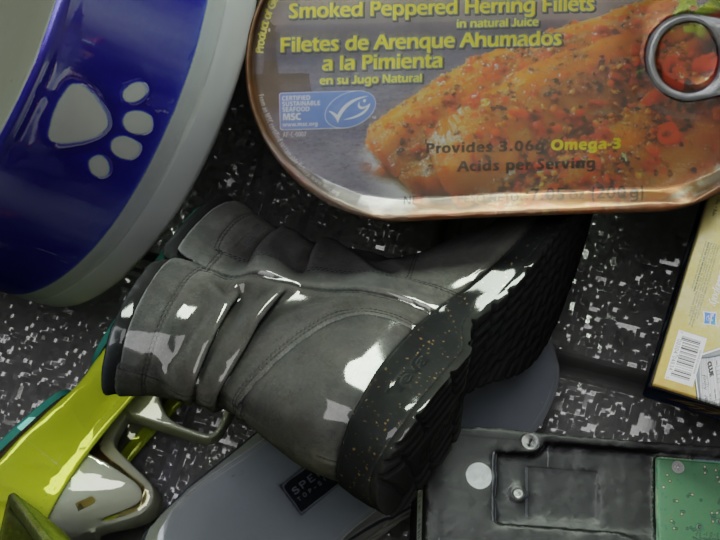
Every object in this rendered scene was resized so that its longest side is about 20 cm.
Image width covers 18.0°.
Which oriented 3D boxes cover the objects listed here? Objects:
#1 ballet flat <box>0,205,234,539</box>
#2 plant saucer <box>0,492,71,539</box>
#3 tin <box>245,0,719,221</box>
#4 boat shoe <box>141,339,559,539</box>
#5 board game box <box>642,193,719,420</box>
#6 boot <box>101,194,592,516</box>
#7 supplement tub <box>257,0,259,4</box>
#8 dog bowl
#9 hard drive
[{"bbox_3d":[-0.094,0.062,0.911,0.067,0.067,0.200,36,75,14],"label":"ballet flat"},{"bbox_3d":[-0.107,0.192,0.786,0.048,0.200,0.200,11,90,-15],"label":"plant saucer"},{"bbox_3d":[0.058,-0.077,0.830,0.199,0.042,0.112,-1,97,-3],"label":"tin"},{"bbox_3d":[-0.010,0.074,0.894,0.200,0.065,0.074,-27,87,-29],"label":"boat shoe"},{"bbox_3d":[0.201,-0.028,0.866,0.135,0.035,0.200,18,82,6],"label":"board game box"},{"bbox_3d":[0.000,0.000,0.858,0.131,0.070,0.200,24,36,20],"label":"boot"},{"bbox_3d":[0.009,-0.158,0.938,0.140,0.140,0.200,-19,70,-1],"label":"supplement tub"},{"bbox_3d":[-0.125,-0.091,0.897,0.079,0.200,0.201,19,68,-31],"label":"dog bowl"},{"bbox_3d":[0.117,0.135,0.852,0.199,0.038,0.140,4,70,-9],"label":"hard drive"}]
